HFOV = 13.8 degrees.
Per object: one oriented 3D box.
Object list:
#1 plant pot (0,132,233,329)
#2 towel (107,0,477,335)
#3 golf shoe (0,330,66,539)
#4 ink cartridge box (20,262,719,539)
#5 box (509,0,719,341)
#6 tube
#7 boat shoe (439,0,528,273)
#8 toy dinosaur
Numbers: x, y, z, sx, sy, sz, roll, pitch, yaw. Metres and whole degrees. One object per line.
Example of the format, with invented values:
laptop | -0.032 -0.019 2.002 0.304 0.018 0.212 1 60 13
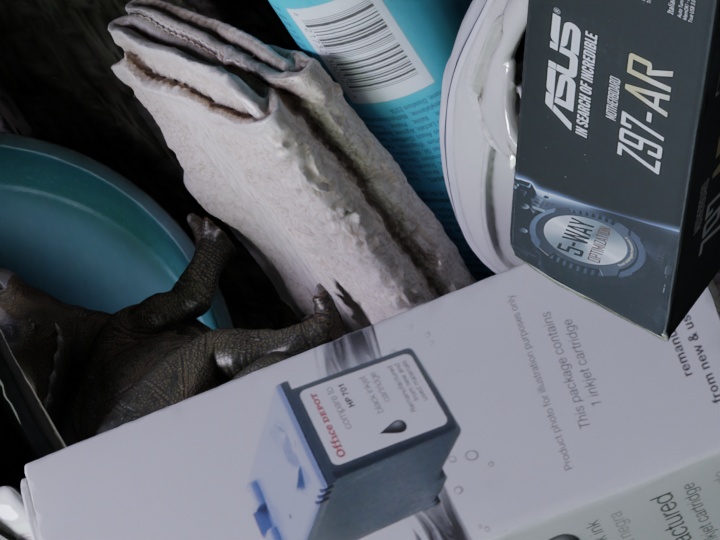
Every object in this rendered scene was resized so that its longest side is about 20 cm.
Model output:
plant pot | -0.137 0.076 1.102 0.200 0.200 0.188 33 164 12
towel | 0.000 0.000 0.938 0.200 0.034 0.132 52 169 -27
golf shoe | -0.117 0.100 0.923 0.092 0.072 0.201 -7 106 51
ink cartridge box | 0.025 0.083 0.845 0.147 0.199 0.086 60 -171 -53
box | 0.095 -0.104 0.621 0.043 0.160 0.200 29 149 19
tube | 0.034 -0.032 0.899 0.077 0.050 0.200 13 144 48
boat shoe | 0.063 -0.050 0.793 0.072 0.066 0.200 17 140 -5
toy dinosaur | -0.055 0.043 0.944 0.077 0.102 0.200 51 168 -34
